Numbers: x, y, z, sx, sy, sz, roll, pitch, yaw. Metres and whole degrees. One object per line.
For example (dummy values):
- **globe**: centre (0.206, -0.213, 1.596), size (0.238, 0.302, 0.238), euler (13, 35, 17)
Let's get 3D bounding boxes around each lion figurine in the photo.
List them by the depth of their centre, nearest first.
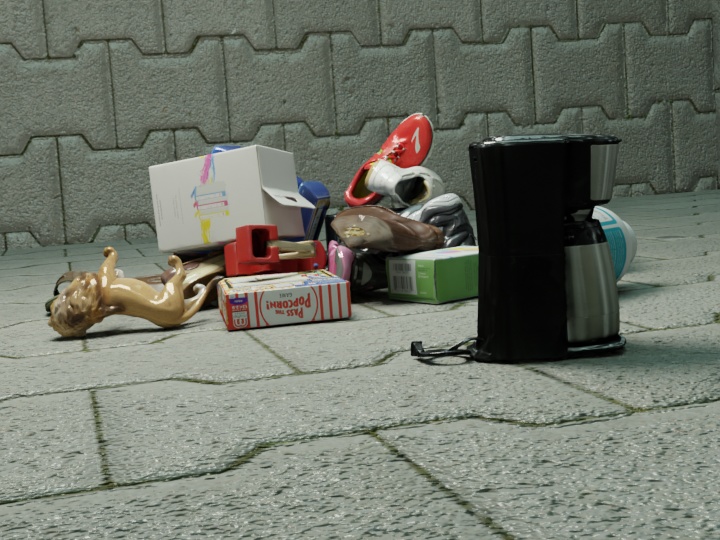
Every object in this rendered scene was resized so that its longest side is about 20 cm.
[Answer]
- **lion figurine**: centre (-0.276, 0.036, 1.331), size (0.199, 0.073, 0.123), euler (3, 40, 3)

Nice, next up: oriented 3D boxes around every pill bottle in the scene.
- **pill bottle**: centre (0.267, -0.023, 1.355), size (0.111, 0.111, 0.200), euler (2, 7, 45)

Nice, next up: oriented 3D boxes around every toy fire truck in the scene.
- **toy fire truck**: centre (-0.109, -0.023, 1.458), size (0.200, 0.049, 0.141), euler (1, -10, -43)

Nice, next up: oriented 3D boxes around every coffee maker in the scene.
- **coffee maker**: centre (0.147, -0.024, 0.987), size (0.191, 0.201, 0.135), euler (-6, 5, -23)

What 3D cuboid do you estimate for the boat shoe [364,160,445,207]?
- **boat shoe**: centre (0.088, -0.131, 1.768), size (0.069, 0.071, 0.200), euler (32, 17, 33)

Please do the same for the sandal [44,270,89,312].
- **sandal**: centre (-0.428, 0.028, 1.611), size (0.080, 0.058, 0.201), euler (-5, 6, -11)

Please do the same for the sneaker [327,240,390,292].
- **sneaker**: centre (0.000, 0.000, 1.533), size (0.095, 0.079, 0.200), euler (2, 6, -7)

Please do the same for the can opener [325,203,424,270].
- **can opener**: centre (0.015, -0.049, 1.671), size (0.200, 0.053, 0.067), euler (-27, -31, 0)

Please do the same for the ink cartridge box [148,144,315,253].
- **ink cartridge box**: centre (-0.177, -0.100, 1.532), size (0.199, 0.126, 0.128), euler (-9, -2, 21)

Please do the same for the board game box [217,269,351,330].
- **board game box**: centre (-0.102, 0.033, 1.375), size (0.151, 0.046, 0.200), euler (-5, 6, -9)

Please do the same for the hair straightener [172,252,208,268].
- **hair straightener**: centre (-0.185, 0.019, 1.601), size (0.199, 0.041, 0.077), euler (10, 46, -5)

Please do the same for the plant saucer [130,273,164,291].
- **plant saucer**: centre (-0.303, 0.026, 1.684), size (0.199, 0.032, 0.200), euler (-5, 7, 1)

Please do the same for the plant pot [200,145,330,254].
- **plant pot**: centre (-0.158, -0.079, 1.721), size (0.179, 0.201, 0.200), euler (19, 7, 6)

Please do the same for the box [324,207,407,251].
- **box**: centre (0.056, -0.048, 1.786), size (0.199, 0.107, 0.148), euler (-2, 6, 14)

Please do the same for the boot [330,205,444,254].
- **boot**: centre (-0.001, -0.057, 1.487), size (0.186, 0.064, 0.200), euler (8, 6, 28)

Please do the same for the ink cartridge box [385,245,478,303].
- **ink cartridge box**: centre (0.143, 0.000, 1.463), size (0.200, 0.060, 0.104), euler (-8, 7, -36)

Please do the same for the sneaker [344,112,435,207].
- **sneaker**: centre (0.049, -0.175, 1.796), size (0.077, 0.200, 0.085), euler (42, 18, 9)

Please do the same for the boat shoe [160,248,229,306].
- **boat shoe**: centre (-0.194, -0.006, 1.544), size (0.200, 0.072, 0.072), euler (-25, 47, -37)

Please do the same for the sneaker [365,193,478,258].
- **sneaker**: centre (0.090, -0.017, 1.603), size (0.200, 0.114, 0.075), euler (-38, -18, 9)
